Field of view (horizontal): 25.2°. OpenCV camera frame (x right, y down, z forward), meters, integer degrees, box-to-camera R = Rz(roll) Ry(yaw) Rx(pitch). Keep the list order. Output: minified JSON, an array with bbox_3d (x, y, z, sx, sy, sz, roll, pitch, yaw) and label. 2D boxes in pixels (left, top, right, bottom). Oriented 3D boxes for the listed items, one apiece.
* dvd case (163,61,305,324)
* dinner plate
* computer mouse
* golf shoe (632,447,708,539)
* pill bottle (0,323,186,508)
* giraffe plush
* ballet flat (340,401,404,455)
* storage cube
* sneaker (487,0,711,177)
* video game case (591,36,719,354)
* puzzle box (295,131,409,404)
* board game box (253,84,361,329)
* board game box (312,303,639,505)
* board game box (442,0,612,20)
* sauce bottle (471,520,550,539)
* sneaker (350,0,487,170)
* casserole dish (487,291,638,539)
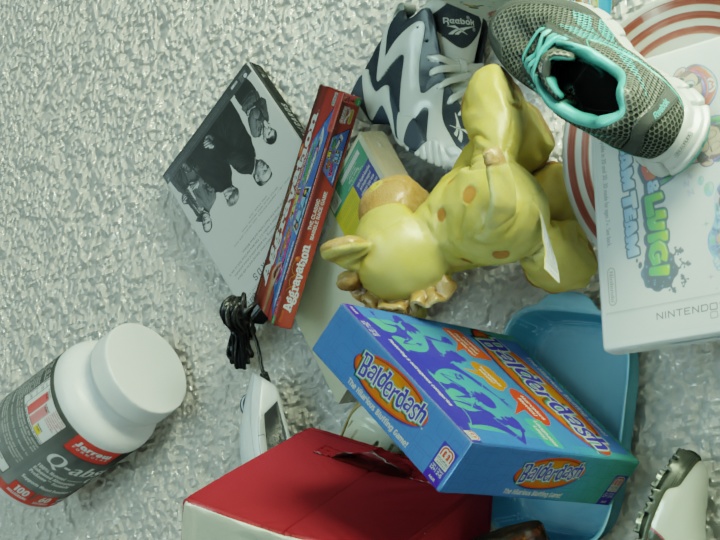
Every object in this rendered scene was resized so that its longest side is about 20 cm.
[{"bbox_3d":[-0.097,-0.072,1.481,0.150,0.025,0.200,-50,54,23],"label":"dvd case"},{"bbox_3d":[0.224,-0.093,1.113,0.200,0.024,0.200,-12,73,43],"label":"dinner plate"},{"bbox_3d":[-0.090,0.127,1.395,0.110,0.044,0.200,106,150,-67],"label":"computer mouse"},{"bbox_3d":[0.227,0.225,1.117,0.088,0.077,0.200,11,91,22],"label":"golf shoe"},{"bbox_3d":[-0.265,0.137,1.531,0.200,0.116,0.116,-35,60,32],"label":"pill bottle"},{"bbox_3d":[0.065,-0.028,1.169,0.162,0.173,0.200,-23,25,21],"label":"giraffe plush"},{"bbox_3d":[0.001,0.166,1.319,0.069,0.063,0.200,28,103,19],"label":"ballet flat"},{"bbox_3d":[-0.019,0.242,1.197,0.171,0.180,0.200,12,106,26],"label":"storage cube"},{"bbox_3d":[0.145,-0.139,1.086,0.200,0.091,0.078,40,109,42],"label":"sneaker"},{"bbox_3d":[0.233,-0.055,1.064,0.182,0.024,0.200,-13,73,43],"label":"video game case"},{"bbox_3d":[0.000,0.000,1.336,0.133,0.025,0.200,63,142,30],"label":"puzzle box"},{"bbox_3d":[-0.047,-0.057,1.369,0.103,0.019,0.200,-139,66,-74],"label":"board game box"},{"bbox_3d":[0.083,0.095,1.121,0.152,0.200,0.045,46,111,37],"label":"board game box"},{"bbox_3d":[0.113,-0.265,1.211,0.064,0.200,0.148,0,83,42],"label":"board game box"},{"bbox_3d":[0.135,0.283,1.162,0.066,0.066,0.200,-20,87,38],"label":"sauce bottle"},{"bbox_3d":[0.077,-0.158,1.304,0.199,0.079,0.130,37,115,50],"label":"sneaker"},{"bbox_3d":[0.155,0.117,1.212,0.121,0.039,0.200,4,85,42],"label":"casserole dish"}]
